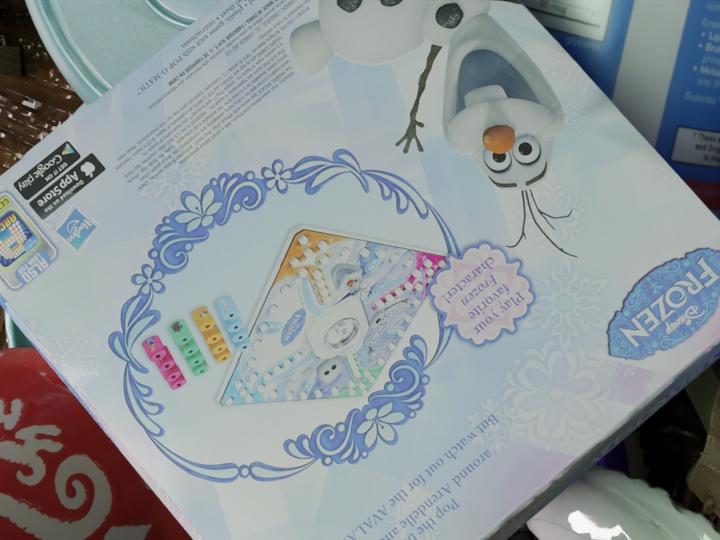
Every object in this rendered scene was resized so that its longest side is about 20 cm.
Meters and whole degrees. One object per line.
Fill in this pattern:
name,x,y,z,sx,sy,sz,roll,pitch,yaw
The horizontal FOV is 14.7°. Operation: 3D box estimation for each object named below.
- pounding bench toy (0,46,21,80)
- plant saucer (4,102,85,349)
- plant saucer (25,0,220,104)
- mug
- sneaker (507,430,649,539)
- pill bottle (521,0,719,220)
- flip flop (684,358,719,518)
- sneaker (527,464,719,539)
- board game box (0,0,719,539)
pounding bench toy,-0.270,-0.152,1.234,0.200,0.124,0.156,-6,89,32
plant saucer,-0.054,0.007,1.145,0.200,0.036,0.201,-4,82,28
plant saucer,-0.060,-0.127,1.086,0.200,0.027,0.201,10,112,27
mug,-0.165,0.142,1.077,0.177,0.200,0.134,41,134,19
sneaker,0.059,0.122,1.051,0.069,0.099,0.201,-3,92,32
pill bottle,0.102,-0.120,1.008,0.112,0.112,0.201,19,102,30
flip flop,0.137,0.057,0.966,0.200,0.057,0.081,-116,34,-58
sneaker,0.116,0.154,0.977,0.099,0.078,0.200,-41,67,-7
board game box,0.000,0.000,0.933,0.200,0.043,0.199,-39,76,-7
